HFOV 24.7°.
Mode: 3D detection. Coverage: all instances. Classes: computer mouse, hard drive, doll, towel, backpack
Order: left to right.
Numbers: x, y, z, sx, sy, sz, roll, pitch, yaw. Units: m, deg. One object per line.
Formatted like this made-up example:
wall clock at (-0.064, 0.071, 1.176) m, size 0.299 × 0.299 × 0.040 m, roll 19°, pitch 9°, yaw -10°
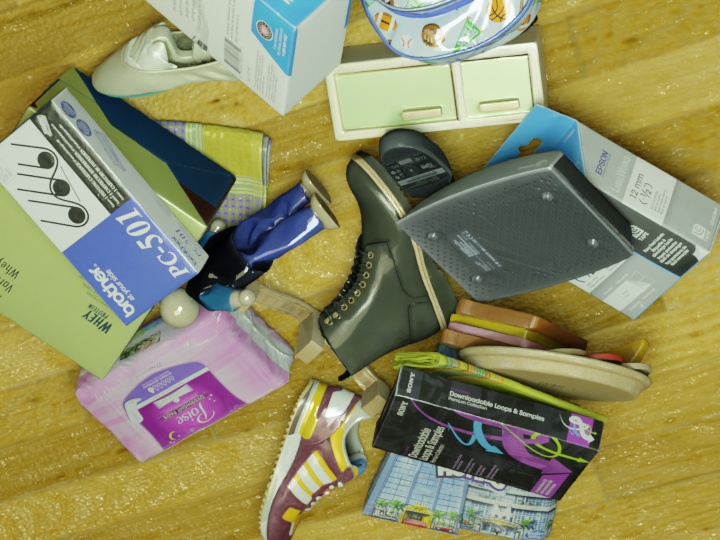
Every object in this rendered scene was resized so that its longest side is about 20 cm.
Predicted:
towel at (-0.184, -0.080, 1.646) m, size 0.199 × 0.023 × 0.144 m, roll 8°, pitch 115°, yaw 6°
doll at (-0.115, -0.010, 1.588) m, size 0.200 × 0.137 × 0.048 m, roll -35°, pitch 129°, yaw 12°
backpack at (0.072, -0.278, 1.435) m, size 0.199 × 0.154 × 0.191 m, roll -22°, pitch 95°, yaw 18°
computer mouse at (0.081, -0.075, 1.567) m, size 0.058 × 0.034 × 0.200 m, roll -14°, pitch 139°, yaw 28°
towel at (0.133, 0.115, 1.566) m, size 0.199 × 0.086 × 0.018 m, roll 21°, pitch 79°, yaw -25°
hard drive at (0.142, -0.041, 1.500) m, size 0.135 × 0.042 × 0.200 m, roll 42°, pitch 144°, yaw -24°

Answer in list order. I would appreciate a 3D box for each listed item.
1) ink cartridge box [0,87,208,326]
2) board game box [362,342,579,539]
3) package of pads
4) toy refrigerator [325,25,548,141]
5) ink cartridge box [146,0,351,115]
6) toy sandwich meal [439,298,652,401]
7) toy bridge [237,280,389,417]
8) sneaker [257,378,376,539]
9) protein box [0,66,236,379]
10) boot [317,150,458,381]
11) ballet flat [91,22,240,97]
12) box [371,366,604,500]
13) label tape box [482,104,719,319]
ink cartridge box at (-0.237, -0.056, 1.481) m, size 0.094 × 0.044 × 0.200 m, roll -35°, pitch 103°, yaw 22°
board game box at (0.116, 0.172, 1.682) m, size 0.199 × 0.062 × 0.201 m, roll 11°, pitch 115°, yaw 5°
package of pads at (-0.179, 0.104, 1.685) m, size 0.200 × 0.076 × 0.121 m, roll -30°, pitch 119°, yaw 21°
toy refrigerator at (0.072, -0.174, 1.537) m, size 0.199 × 0.070 × 0.076 m, roll -5°, pitch 112°, yaw 11°
ink cartridge box at (-0.110, -0.256, 1.458) m, size 0.200 × 0.084 × 0.146 m, roll 41°, pitch 157°, yaw 12°
toy sandwich meal at (0.182, 0.075, 1.571) m, size 0.204 × 0.205 × 0.071 m, roll 9°, pitch 80°, yaw 6°
toy bridge at (-0.050, 0.065, 1.659) m, size 0.200 × 0.067 × 0.027 m, roll 40°, pitch 115°, yaw -18°
sneaker at (-0.044, 0.215, 1.720) m, size 0.090 × 0.075 × 0.201 m, roll 20°, pitch 116°, yaw 7°
protein box at (-0.263, -0.047, 1.588) m, size 0.198 × 0.135 × 0.200 m, roll 34°, pitch 114°, yaw -6°
boot at (0.000, 0.000, 1.593) m, size 0.138 × 0.077 × 0.201 m, roll -30°, pitch 106°, yaw -6°
ballet flat at (-0.163, -0.210, 1.560) m, size 0.199 × 0.070 × 0.070 m, roll -6°, pitch 112°, yaw 5°
box at (0.118, 0.159, 1.582) m, size 0.199 × 0.036 × 0.143 m, roll 17°, pitch 152°, yaw 0°
label tape box at (0.213, -0.053, 1.531) m, size 0.199 × 0.066 × 0.143 m, roll 28°, pitch 146°, yaw -7°
